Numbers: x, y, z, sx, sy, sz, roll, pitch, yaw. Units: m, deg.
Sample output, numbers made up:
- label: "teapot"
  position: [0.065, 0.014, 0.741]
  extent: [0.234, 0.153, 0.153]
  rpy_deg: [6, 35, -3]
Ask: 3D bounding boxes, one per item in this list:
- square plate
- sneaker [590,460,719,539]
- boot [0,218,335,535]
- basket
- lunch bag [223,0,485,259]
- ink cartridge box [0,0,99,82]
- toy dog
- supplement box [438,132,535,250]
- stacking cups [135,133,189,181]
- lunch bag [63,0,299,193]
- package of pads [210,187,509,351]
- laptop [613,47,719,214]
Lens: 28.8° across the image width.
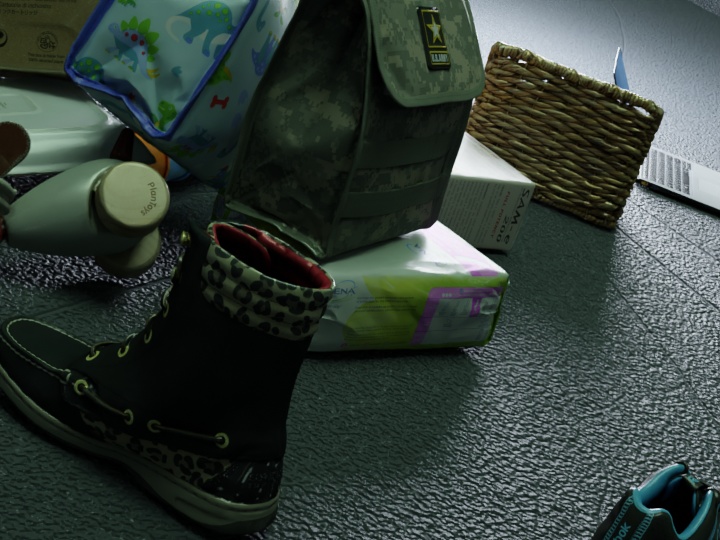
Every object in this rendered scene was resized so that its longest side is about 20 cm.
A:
- label: "square plate"
  position: [-0.281, -0.116, 1.082]
  extent: [0.196, 0.029, 0.200]
  rpy_deg: [-6, 24, -28]
- label: "sneaker"
  position: [0.204, 0.159, 0.850]
  extent: [0.073, 0.083, 0.199]
  rpy_deg: [30, 23, 30]
- label: "boot"
  position: [-0.111, 0.034, 0.776]
  extent: [0.202, 0.155, 0.073]
  rpy_deg: [29, 23, 22]
- label: "basket"
  position: [0.219, -0.161, 1.529]
  extent: [0.198, 0.151, 0.143]
  rpy_deg: [21, 22, 6]
- label: "lunch bag"
  position: [0.008, -0.127, 1.015]
  extent: [0.117, 0.202, 0.163]
  rpy_deg: [27, 21, 24]
- label: "ink cartridge box"
  position: [-0.262, -0.201, 1.197]
  extent: [0.197, 0.076, 0.165]
  rpy_deg: [6, 5, 18]
- label: "toy dog"
  position: [-0.220, -0.059, 0.956]
  extent: [0.198, 0.131, 0.098]
  rpy_deg: [12, 61, -37]
- label: "supplement box"
  position: [0.044, -0.082, 1.292]
  extent: [0.198, 0.074, 0.126]
  rpy_deg: [4, 26, -35]
- label: "stacking cups"
  position: [-0.165, -0.095, 1.173]
  extent: [0.060, 0.061, 0.200]
  rpy_deg: [26, 26, 16]
- label: "lunch bag"
  position: [-0.103, -0.180, 1.028]
  extent: [0.127, 0.201, 0.170]
  rpy_deg: [35, -1, 14]
- label: "package of pads"
  position: [0.000, 0.000, 1.071]
  extent: [0.198, 0.069, 0.154]
  rpy_deg: [1, 27, -38]
- label: "laptop"
  position: [0.393, -0.176, 1.759]
  extent: [0.198, 0.117, 0.187]
  rpy_deg: [22, 22, 5]
